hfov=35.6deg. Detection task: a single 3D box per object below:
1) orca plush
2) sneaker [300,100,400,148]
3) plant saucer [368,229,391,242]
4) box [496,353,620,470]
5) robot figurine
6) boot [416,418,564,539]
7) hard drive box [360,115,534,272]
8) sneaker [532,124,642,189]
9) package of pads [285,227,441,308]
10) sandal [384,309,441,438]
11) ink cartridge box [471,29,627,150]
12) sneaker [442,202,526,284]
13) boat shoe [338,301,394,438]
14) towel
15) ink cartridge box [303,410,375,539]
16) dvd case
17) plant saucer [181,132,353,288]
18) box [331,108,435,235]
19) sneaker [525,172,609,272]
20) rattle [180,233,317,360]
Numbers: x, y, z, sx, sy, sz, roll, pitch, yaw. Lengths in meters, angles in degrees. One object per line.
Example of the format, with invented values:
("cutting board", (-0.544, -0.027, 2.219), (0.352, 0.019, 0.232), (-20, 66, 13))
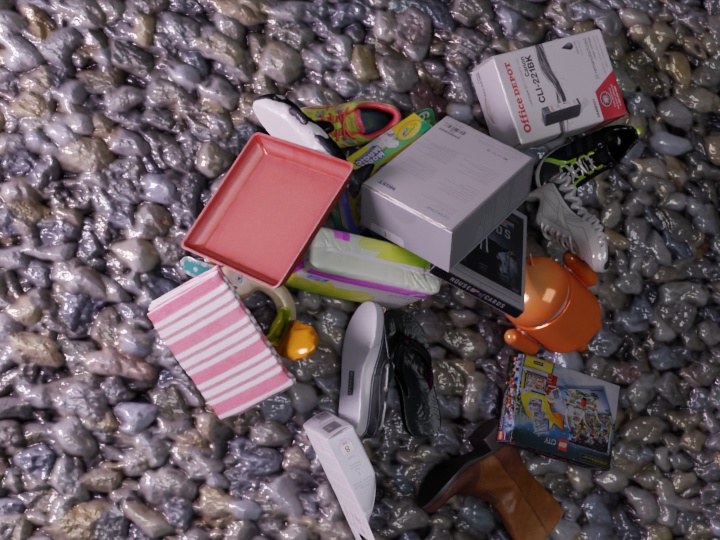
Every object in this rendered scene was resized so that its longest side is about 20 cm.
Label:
("orca plush", (-0.055, -0.191, 1.563), (0.200, 0.105, 0.071), (31, 56, 26))
("sneaker", (-0.031, -0.213, 1.632), (0.200, 0.090, 0.078), (-16, 94, -18))
("plant saucer", (0.100, -0.098, 1.710), (0.200, 0.019, 0.070), (-39, 100, -18))
("box", (0.308, 0.220, 1.729), (0.200, 0.038, 0.137), (20, 72, -27))
("robot figurine", (0.288, 0.050, 1.697), (0.200, 0.144, 0.117), (35, 40, -41))
("boot", (0.198, 0.358, 1.707), (0.188, 0.068, 0.200), (-42, 106, -29))
("hard drive box", (0.120, -0.111, 1.556), (0.156, 0.077, 0.200), (31, 52, 27))
("sneaker", (0.359, -0.181, 1.769), (0.200, 0.083, 0.072), (-35, 98, -17))
("package of pads", (0.000, 0.000, 1.599), (0.200, 0.154, 0.068), (13, 76, -18))
("sandal", (0.083, 0.153, 1.676), (0.075, 0.048, 0.201), (-18, 94, -19))
("ink cartridge box", (0.293, -0.277, 1.747), (0.200, 0.084, 0.145), (-17, 89, -18))
("sneaker", (0.188, -0.045, 1.703), (0.200, 0.085, 0.075), (-41, 101, -16))
("boat shoe", (0.017, 0.147, 1.642), (0.068, 0.072, 0.201), (9, 85, -37))
("towel", (-0.191, 0.102, 1.547), (0.200, 0.146, 0.030), (57, 32, -10))
("ink cartridge box", (-0.007, 0.303, 1.579), (0.057, 0.163, 0.200), (-30, 97, -13))
("dvd case", (0.172, -0.039, 1.605), (0.150, 0.025, 0.200), (27, 44, -17))
("plant saucer", (-0.122, -0.079, 1.532), (0.200, 0.199, 0.037), (-58, 141, -12))
("box", (0.043, -0.144, 1.644), (0.200, 0.117, 0.048), (-38, 56, -18))
("sneaker", (0.309, -0.062, 1.670), (0.081, 0.200, 0.075), (-19, 133, -5))
("rattle", (-0.158, 0.038, 1.555), (0.130, 0.143, 0.200), (-27, 102, -4))
